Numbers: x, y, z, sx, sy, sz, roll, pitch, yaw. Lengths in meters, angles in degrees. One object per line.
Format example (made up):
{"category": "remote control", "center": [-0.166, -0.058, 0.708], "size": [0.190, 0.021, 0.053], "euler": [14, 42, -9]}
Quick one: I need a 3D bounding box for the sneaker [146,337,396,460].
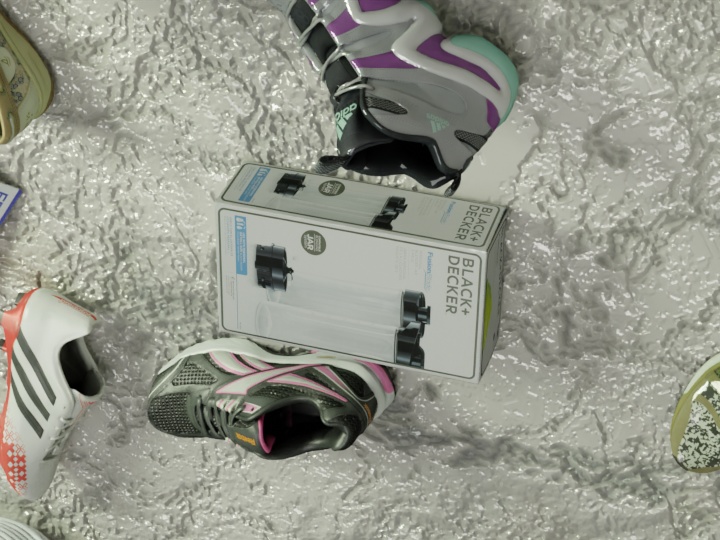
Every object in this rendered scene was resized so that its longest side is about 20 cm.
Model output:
{"category": "sneaker", "center": [-0.079, 0.102, 1.375], "size": [0.199, 0.086, 0.081], "euler": [-9, 117, 26]}

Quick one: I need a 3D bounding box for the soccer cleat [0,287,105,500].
{"category": "soccer cleat", "center": [-0.244, 0.106, 1.453], "size": [0.085, 0.069, 0.201], "euler": [16, 121, 15]}

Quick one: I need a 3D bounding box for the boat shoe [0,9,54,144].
{"category": "boat shoe", "center": [-0.297, -0.180, 1.288], "size": [0.073, 0.063, 0.200], "euler": [-32, 106, 34]}

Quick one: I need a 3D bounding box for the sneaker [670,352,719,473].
{"category": "sneaker", "center": [0.282, 0.090, 1.231], "size": [0.077, 0.089, 0.200], "euler": [43, 126, -10]}

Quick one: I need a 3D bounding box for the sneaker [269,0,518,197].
{"category": "sneaker", "center": [-0.007, -0.121, 1.164], "size": [0.199, 0.140, 0.078], "euler": [30, 151, 1]}

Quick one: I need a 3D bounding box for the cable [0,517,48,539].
{"category": "cable", "center": [-0.321, 0.309, 1.554], "size": [0.200, 0.069, 0.201], "euler": [-34, 65, 27]}

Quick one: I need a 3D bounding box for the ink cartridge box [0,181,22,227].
{"category": "ink cartridge box", "center": [-0.392, -0.033, 1.391], "size": [0.199, 0.047, 0.198], "euler": [20, 121, -34]}

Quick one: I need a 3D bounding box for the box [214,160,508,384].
{"category": "box", "center": [0.000, 0.000, 1.296], "size": [0.199, 0.060, 0.117], "euler": [11, 125, 13]}
